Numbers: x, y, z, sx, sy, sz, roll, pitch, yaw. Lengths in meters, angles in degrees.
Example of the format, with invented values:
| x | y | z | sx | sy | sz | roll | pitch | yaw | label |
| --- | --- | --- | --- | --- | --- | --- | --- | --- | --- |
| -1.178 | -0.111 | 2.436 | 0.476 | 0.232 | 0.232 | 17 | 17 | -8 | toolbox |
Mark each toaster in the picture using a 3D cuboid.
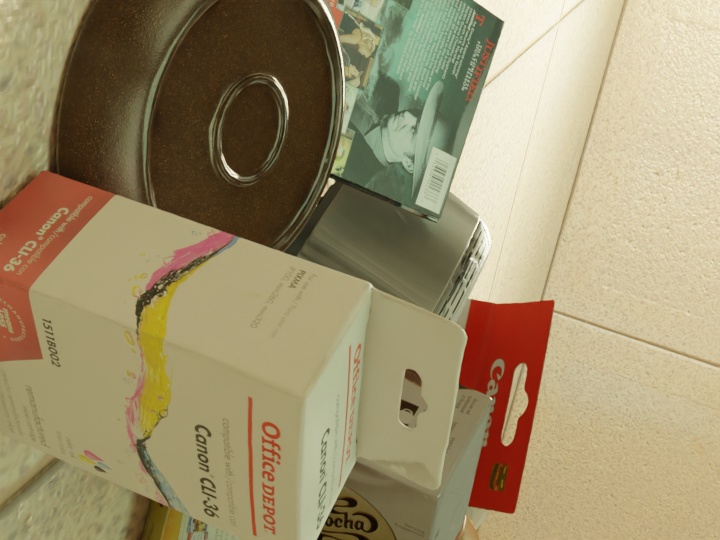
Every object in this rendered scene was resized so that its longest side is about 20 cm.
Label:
| x | y | z | sx | sy | sz | roll | pitch | yaw | label |
| --- | --- | --- | --- | --- | --- | --- | --- | --- | --- |
| 0.006 | 0.004 | 0.743 | 0.200 | 0.129 | 0.114 | -58 | -179 | -44 | toaster |

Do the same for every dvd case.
| x | y | z | sx | sy | sz | roll | pitch | yaw | label |
| --- | --- | --- | --- | --- | --- | --- | --- | --- | --- |
| 0.004 | -0.125 | 0.645 | 0.199 | 0.022 | 0.147 | 18 | 90 | -43 | dvd case |

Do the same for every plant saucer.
| x | y | z | sx | sy | sz | roll | pitch | yaw | label |
| --- | --- | --- | --- | --- | --- | --- | --- | --- | --- |
| -0.064 | -0.073 | 0.526 | 0.200 | 0.032 | 0.202 | -34 | 133 | -46 | plant saucer |

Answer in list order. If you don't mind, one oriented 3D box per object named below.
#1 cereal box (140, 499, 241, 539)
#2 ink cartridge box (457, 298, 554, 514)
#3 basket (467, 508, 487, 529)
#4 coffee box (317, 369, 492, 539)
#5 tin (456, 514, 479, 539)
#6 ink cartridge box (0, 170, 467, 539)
| x | y | z | sx | sy | sz | roll | pitch | yaw | label |
| --- | --- | --- | --- | --- | --- | --- | --- | --- | --- |
| -0.053 | 0.195 | 0.725 | 0.199 | 0.039 | 0.145 | 10 | 102 | -30 | cereal box |
| 0.051 | 0.095 | 0.811 | 0.047 | 0.199 | 0.161 | 22 | 74 | -33 | ink cartridge box |
| 0.047 | 0.233 | 1.105 | 0.201 | 0.135 | 0.123 | -60 | -171 | 14 | basket |
| -0.037 | 0.094 | 0.594 | 0.080 | 0.199 | 0.114 | -52 | 157 | -43 | coffee box |
| 0.018 | 0.278 | 0.926 | 0.199 | 0.112 | 0.042 | -37 | 113 | -11 | tin |
| -0.063 | 0.048 | 0.444 | 0.117 | 0.198 | 0.068 | 93 | 21 | -44 | ink cartridge box |
